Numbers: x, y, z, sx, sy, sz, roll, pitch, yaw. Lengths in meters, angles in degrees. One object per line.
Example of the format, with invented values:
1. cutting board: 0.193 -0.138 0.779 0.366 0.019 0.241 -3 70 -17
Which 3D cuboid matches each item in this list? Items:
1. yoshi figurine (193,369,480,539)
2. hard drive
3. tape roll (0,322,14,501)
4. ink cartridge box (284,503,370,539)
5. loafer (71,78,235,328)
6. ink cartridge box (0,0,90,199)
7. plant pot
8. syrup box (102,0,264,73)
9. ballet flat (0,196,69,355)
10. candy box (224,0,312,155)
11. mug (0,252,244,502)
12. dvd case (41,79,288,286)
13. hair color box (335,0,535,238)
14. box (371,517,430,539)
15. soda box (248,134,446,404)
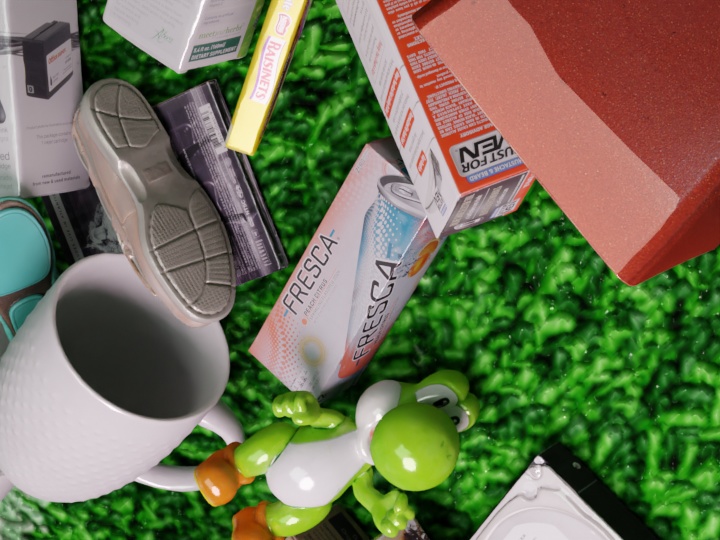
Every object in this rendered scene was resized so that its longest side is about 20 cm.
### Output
1. yoshi figurine: -0.011 0.134 1.377 0.200 0.112 0.112 -27 58 10
2. hard drive: 0.164 0.236 1.371 0.200 0.038 0.140 45 124 14
3. tape roll: -0.347 0.102 1.572 0.203 0.202 0.071 50 125 11
4. ink cartridge box: -0.034 0.302 1.499 0.165 0.075 0.200 48 124 11
5. loafer: -0.155 -0.044 1.470 0.063 0.072 0.200 -38 75 52
6. ink cartridge box: -0.293 -0.158 1.519 0.145 0.084 0.200 2 100 33
7. plant pot: 0.185 -0.134 1.159 0.176 0.200 0.200 -43 79 24
8. syrup box: -0.101 -0.247 1.377 0.081 0.079 0.200 35 120 21
9. ballet flat: -0.267 -0.001 1.529 0.200 0.067 0.070 79 164 -50
10. candy box: -0.045 -0.186 1.347 0.026 0.102 0.200 19 118 -4
11. mug: -0.182 0.106 1.504 0.200 0.148 0.175 29 134 -17
12. dvd case: -0.157 -0.044 1.515 0.200 0.016 0.149 -20 93 36
13. hair color box: 0.044 -0.132 1.273 0.111 0.064 0.200 112 138 -76
14. box: 0.061 0.274 1.391 0.200 0.075 0.050 53 146 6
15. soda box: 0.000 0.000 1.394 0.068 0.064 0.200 41 123 17
